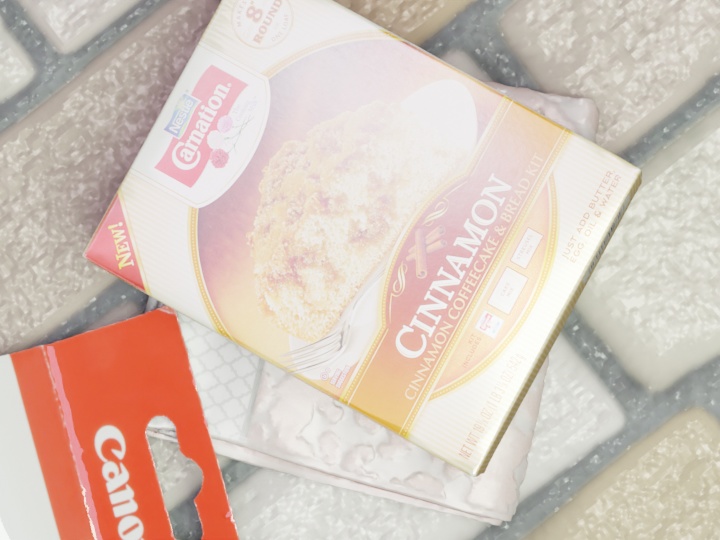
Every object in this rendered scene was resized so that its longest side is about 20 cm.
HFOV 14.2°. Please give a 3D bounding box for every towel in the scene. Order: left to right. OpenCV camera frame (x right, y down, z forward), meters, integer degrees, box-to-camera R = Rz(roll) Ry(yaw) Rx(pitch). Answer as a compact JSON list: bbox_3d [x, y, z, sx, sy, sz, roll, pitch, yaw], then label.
[{"bbox_3d":[0.000,0.000,1.336,0.190,0.032,0.201,13,88,5],"label":"towel"}]

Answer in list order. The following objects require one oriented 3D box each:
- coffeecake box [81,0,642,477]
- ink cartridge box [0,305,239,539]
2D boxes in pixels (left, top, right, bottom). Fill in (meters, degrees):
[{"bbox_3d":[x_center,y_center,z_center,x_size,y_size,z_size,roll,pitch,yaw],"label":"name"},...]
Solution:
[{"bbox_3d":[0.002,-0.023,1.285,0.199,0.073,0.154,29,90,7],"label":"coffeecake box"},{"bbox_3d":[-0.161,0.120,1.315,0.199,0.050,0.163,-17,85,15],"label":"ink cartridge box"}]
